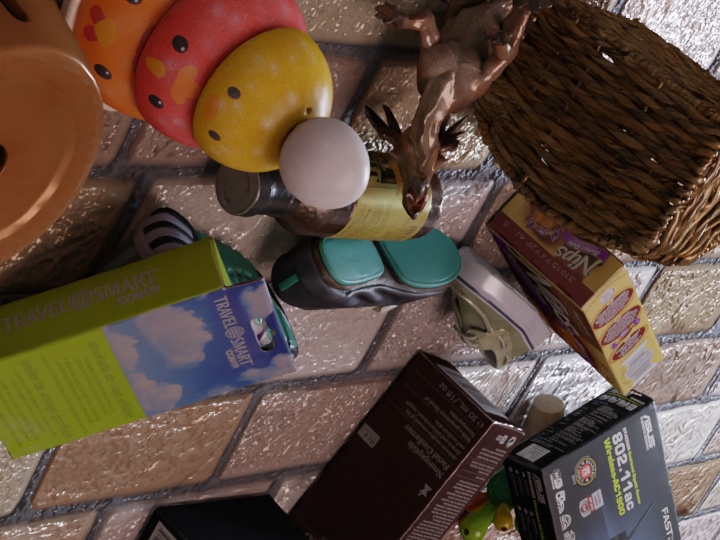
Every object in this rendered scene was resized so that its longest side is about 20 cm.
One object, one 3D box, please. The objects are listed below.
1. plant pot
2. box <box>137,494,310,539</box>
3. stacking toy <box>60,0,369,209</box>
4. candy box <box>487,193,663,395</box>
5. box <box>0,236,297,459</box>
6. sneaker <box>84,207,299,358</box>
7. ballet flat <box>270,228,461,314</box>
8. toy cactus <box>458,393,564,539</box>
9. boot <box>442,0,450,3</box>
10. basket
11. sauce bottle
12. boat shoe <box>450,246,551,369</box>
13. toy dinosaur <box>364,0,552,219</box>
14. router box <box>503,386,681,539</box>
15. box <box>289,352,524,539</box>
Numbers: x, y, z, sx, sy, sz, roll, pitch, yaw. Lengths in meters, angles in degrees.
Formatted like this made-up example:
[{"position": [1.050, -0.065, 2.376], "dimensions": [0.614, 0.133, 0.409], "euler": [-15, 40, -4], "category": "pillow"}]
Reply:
[{"position": [-0.220, -0.090, 0.960], "dimensions": [0.199, 0.140, 0.201], "euler": [-33, 148, -25], "category": "plant pot"}, {"position": [-0.142, 0.286, 1.573], "dimensions": [0.141, 0.079, 0.201], "euler": [-1, 127, -55], "category": "box"}, {"position": [-0.063, -0.107, 1.082], "dimensions": [0.146, 0.200, 0.147], "euler": [-32, 147, -24], "category": "stacking toy"}, {"position": [0.186, 0.019, 1.638], "dimensions": [0.056, 0.117, 0.200], "euler": [-44, 151, -3], "category": "candy box"}, {"position": [-0.149, 0.049, 1.234], "dimensions": [0.198, 0.048, 0.122], "euler": [-18, 146, 0], "category": "box"}, {"position": [-0.119, 0.025, 1.320], "dimensions": [0.087, 0.075, 0.200], "euler": [-32, 146, 11], "category": "sneaker"}, {"position": [0.000, 0.000, 1.436], "dimensions": [0.199, 0.073, 0.073], "euler": [-5, 131, -58], "category": "ballet flat"}, {"position": [0.174, 0.201, 1.880], "dimensions": [0.199, 0.102, 0.166], "euler": [-16, 129, -30], "category": "toy cactus"}, {"position": [0.083, -0.285, 1.202], "dimensions": [0.200, 0.064, 0.186], "euler": [-48, 155, 0], "category": "boot"}, {"position": [0.201, -0.094, 1.439], "dimensions": [0.148, 0.200, 0.143], "euler": [6, 121, -55], "category": "basket"}, {"position": [-0.020, -0.054, 1.337], "dimensions": [0.199, 0.065, 0.065], "euler": [0, 126, -54], "category": "sauce bottle"}, {"position": [0.109, 0.040, 1.610], "dimensions": [0.062, 0.072, 0.200], "euler": [-46, 152, 1], "category": "boat shoe"}, {"position": [0.069, -0.143, 1.335], "dimensions": [0.200, 0.086, 0.136], "euler": [-44, 160, -32], "category": "toy dinosaur"}, {"position": [0.226, 0.233, 1.845], "dimensions": [0.149, 0.062, 0.202], "euler": [-28, 116, -29], "category": "router box"}, {"position": [0.035, 0.180, 1.652], "dimensions": [0.201, 0.100, 0.075], "euler": [-53, 150, 8], "category": "box"}]
